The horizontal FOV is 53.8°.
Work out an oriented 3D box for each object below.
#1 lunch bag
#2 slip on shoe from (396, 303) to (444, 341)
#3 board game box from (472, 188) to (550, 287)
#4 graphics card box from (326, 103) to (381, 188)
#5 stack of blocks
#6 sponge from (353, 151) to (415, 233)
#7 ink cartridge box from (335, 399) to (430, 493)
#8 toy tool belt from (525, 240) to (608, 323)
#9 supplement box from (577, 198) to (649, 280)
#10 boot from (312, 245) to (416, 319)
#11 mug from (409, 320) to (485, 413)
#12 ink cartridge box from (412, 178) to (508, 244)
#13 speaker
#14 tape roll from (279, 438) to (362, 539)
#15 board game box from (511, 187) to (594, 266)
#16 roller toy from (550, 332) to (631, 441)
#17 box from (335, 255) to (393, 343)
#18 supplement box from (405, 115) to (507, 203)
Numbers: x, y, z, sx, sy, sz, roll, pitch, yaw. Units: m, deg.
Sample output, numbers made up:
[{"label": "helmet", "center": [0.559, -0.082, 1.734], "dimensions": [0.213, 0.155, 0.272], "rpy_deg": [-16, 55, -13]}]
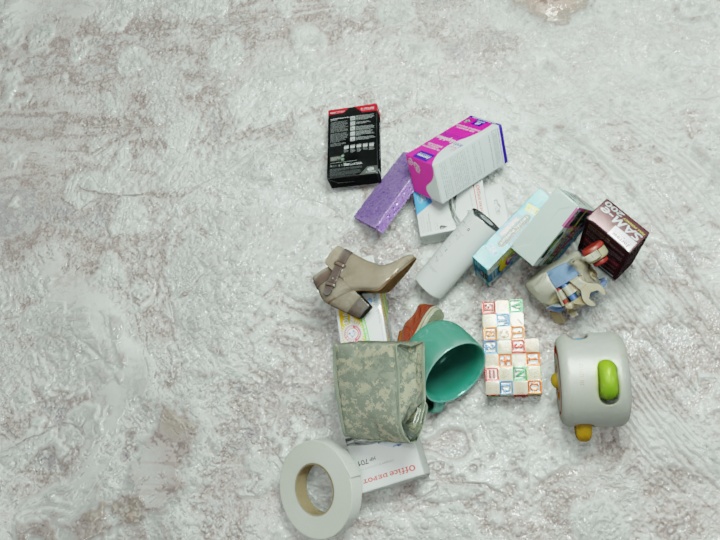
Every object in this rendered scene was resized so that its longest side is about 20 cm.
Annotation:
[{"label": "lunch bag", "center": [0.040, 0.240, 1.402], "dimensions": [0.164, 0.117, 0.201], "rpy_deg": [-4, 85, 37]}, {"label": "slip on shoe", "center": [0.107, 0.159, 1.552], "dimensions": [0.061, 0.074, 0.200], "rpy_deg": [29, 85, 45]}, {"label": "board game box", "center": [0.327, -0.066, 1.514], "dimensions": [0.200, 0.151, 0.047], "rpy_deg": [-45, 72, -2]}, {"label": "graphics card box", "center": [-0.014, -0.298, 1.693], "dimensions": [0.125, 0.051, 0.200], "rpy_deg": [-6, 64, 10]}, {"label": "stack of blocks", "center": [0.320, 0.165, 1.502], "dimensions": [0.115, 0.059, 0.200], "rpy_deg": [-4, 74, 11]}, {"label": "sponge", "center": [0.074, -0.183, 1.634], "dimensions": [0.200, 0.030, 0.112], "rpy_deg": [-54, 32, -4]}, {"label": "ink cartridge box", "center": [0.046, 0.353, 1.499], "dimensions": [0.146, 0.086, 0.200], "rpy_deg": [-19, 70, 7]}, {"label": "toy tool belt", "center": [0.445, 0.030, 1.452], "dimensions": [0.125, 0.200, 0.123], "rpy_deg": [-34, 90, -43]}, {"label": "supplement box", "center": [0.510, -0.059, 1.446], "dimensions": [0.061, 0.200, 0.109], "rpy_deg": [-45, 71, -3]}, {"label": "boot", "center": [0.000, 0.000, 1.495], "dimensions": [0.200, 0.070, 0.146], "rpy_deg": [-44, 71, -6]}, {"label": "mug", "center": [0.157, 0.193, 1.483], "dimensions": [0.185, 0.152, 0.114], "rpy_deg": [-49, 43, 6]}, {"label": "ink cartridge box", "center": [0.227, -0.138, 1.600], "dimensions": [0.200, 0.067, 0.116], "rpy_deg": [-11, 72, 10]}, {"label": "speaker", "center": [0.208, -0.035, 1.535], "dimensions": [0.081, 0.081, 0.200], "rpy_deg": [46, 110, 19]}, {"label": "tape roll", "center": [-0.085, 0.454, 1.481], "dimensions": [0.202, 0.037, 0.203], "rpy_deg": [-5, 83, 37]}, {"label": "board game box", "center": [0.401, -0.087, 1.457], "dimensions": [0.064, 0.200, 0.148], "rpy_deg": [43, 110, 19]}, {"label": "roller toy", "center": [0.447, 0.217, 1.397], "dimensions": [0.139, 0.200, 0.183], "rpy_deg": [-4, 39, 11]}, {"label": "box", "center": [0.004, 0.082, 1.566], "dimensions": [0.101, 0.113, 0.200], "rpy_deg": [-11, 74, 8]}, {"label": "supplement box", "center": [0.213, -0.247, 1.565], "dimensions": [0.200, 0.104, 0.101], "rpy_deg": [-34, 38, -20]}]
